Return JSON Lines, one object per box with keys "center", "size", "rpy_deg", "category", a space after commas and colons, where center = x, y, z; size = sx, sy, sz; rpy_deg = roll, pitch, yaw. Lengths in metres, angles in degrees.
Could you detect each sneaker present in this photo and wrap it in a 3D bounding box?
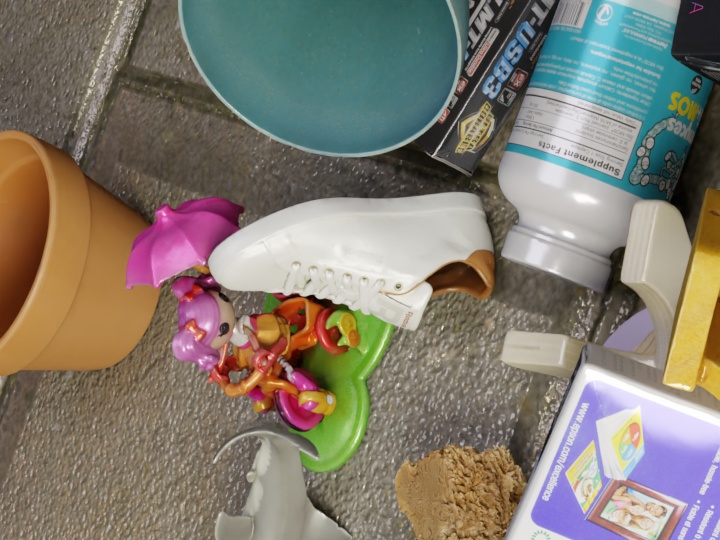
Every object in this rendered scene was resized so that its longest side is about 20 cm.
{"center": [0.000, 0.000, 1.370], "size": [0.073, 0.198, 0.085], "rpy_deg": [110, 148, -61], "category": "sneaker"}

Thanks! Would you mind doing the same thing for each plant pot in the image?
{"center": [-0.010, -0.199, 1.401], "size": [0.199, 0.200, 0.135], "rpy_deg": [-30, 24, 38], "category": "plant pot"}
{"center": [-0.258, 0.001, 1.690], "size": [0.199, 0.139, 0.202], "rpy_deg": [-22, 58, 42], "category": "plant pot"}

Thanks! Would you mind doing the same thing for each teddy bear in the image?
{"center": [0.077, 0.213, 1.297], "size": [0.145, 0.066, 0.201], "rpy_deg": [-45, 52, 40], "category": "teddy bear"}

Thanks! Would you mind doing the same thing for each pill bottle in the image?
{"center": [0.155, -0.092, 1.285], "size": [0.110, 0.110, 0.202], "rpy_deg": [22, 92, 50], "category": "pill bottle"}

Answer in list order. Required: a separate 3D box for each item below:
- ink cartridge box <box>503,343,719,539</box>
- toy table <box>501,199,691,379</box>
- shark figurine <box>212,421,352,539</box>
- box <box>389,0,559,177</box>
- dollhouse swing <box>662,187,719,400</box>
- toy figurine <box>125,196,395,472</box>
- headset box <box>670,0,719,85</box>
{"center": [0.178, 0.161, 1.105], "size": [0.043, 0.199, 0.199], "rpy_deg": [-62, -6, -65], "category": "ink cartridge box"}
{"center": [0.183, 0.064, 1.187], "size": [0.199, 0.117, 0.186], "rpy_deg": [-14, 65, 44], "category": "toy table"}
{"center": [-0.047, 0.164, 1.424], "size": [0.128, 0.089, 0.216], "rpy_deg": [-54, -17, -48], "category": "shark figurine"}
{"center": [0.070, -0.199, 1.472], "size": [0.201, 0.049, 0.198], "rpy_deg": [-59, 41, 12], "category": "box"}
{"center": [0.273, -0.023, 1.015], "size": [0.198, 0.182, 0.177], "rpy_deg": [15, 109, 8], "category": "dollhouse swing"}
{"center": [-0.086, 0.029, 1.451], "size": [0.150, 0.183, 0.202], "rpy_deg": [-20, 61, 42], "category": "toy figurine"}
{"center": [0.299, -0.191, 1.176], "size": [0.199, 0.092, 0.176], "rpy_deg": [7, 81, 49], "category": "headset box"}
